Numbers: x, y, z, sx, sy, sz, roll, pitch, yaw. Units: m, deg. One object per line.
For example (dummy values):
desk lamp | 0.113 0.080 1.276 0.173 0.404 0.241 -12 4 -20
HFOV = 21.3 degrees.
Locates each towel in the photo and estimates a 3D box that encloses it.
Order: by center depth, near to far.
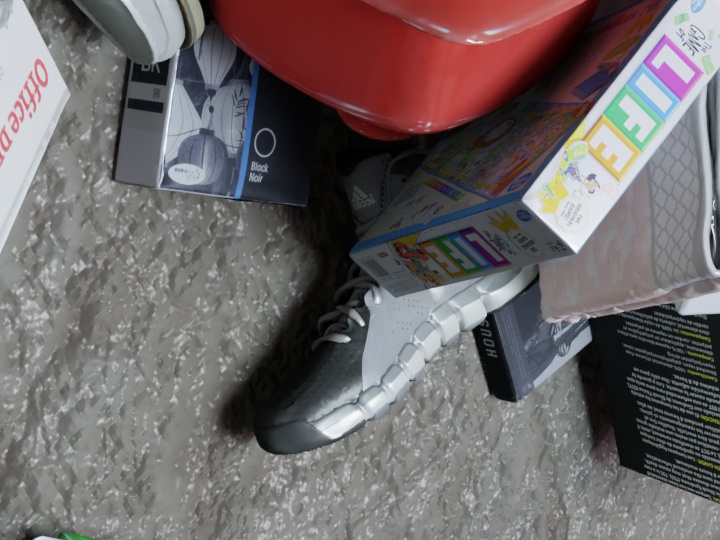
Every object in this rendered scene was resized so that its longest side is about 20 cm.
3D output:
towel | 0.134 -0.081 0.935 0.032 0.191 0.201 4 83 -20

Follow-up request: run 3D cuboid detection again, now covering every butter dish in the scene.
butter dish | 0.020 -0.126 0.857 0.200 0.199 0.148 -33 146 -42

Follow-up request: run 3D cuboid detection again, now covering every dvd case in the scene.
dvd case | 0.131 -0.037 1.130 0.200 0.025 0.151 -37 122 -35

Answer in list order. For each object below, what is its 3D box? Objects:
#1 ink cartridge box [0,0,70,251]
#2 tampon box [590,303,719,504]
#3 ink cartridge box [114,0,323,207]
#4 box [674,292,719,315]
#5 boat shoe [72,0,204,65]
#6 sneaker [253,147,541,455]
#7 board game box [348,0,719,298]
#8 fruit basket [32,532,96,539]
ink cartridge box | -0.196 -0.101 0.703 0.146 0.085 0.200 -80 153 -54
tampon box | 0.228 0.014 1.120 0.150 0.126 0.200 -28 118 -30
ink cartridge box | -0.056 -0.134 0.913 0.099 0.039 0.201 4 94 -45
box | 0.204 -0.086 0.981 0.124 0.200 0.098 -3 142 -14
boat shoe | -0.146 -0.156 0.800 0.068 0.075 0.200 -50 120 -22
sneaker | 0.000 0.000 0.985 0.200 0.075 0.116 -38 109 -32
board game box | 0.080 -0.056 0.876 0.034 0.200 0.135 42 72 -12
fruit basket | -0.119 0.231 0.887 0.185 0.094 0.200 24 84 -45
